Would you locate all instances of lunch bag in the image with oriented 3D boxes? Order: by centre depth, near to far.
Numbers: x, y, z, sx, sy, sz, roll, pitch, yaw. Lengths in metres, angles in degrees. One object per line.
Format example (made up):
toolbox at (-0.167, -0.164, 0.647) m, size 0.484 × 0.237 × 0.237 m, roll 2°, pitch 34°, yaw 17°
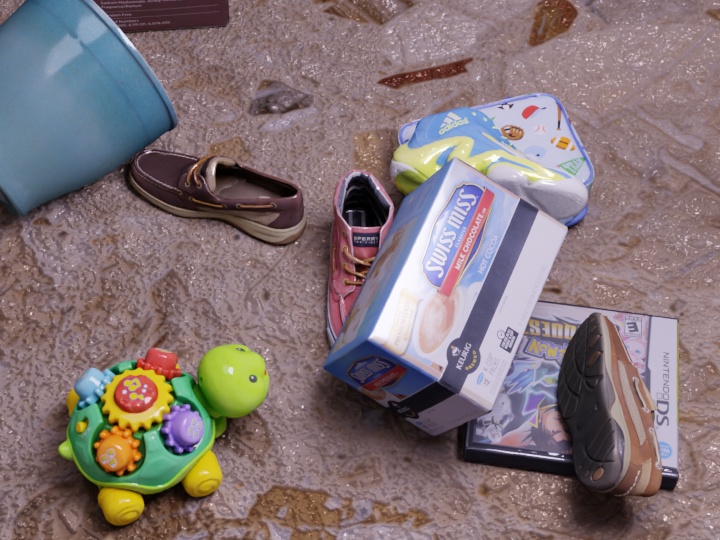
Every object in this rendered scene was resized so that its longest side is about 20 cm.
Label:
lunch bag at (0.141, -0.108, 1.526) m, size 0.198 × 0.076 × 0.161 m, roll -12°, pitch 52°, yaw -11°

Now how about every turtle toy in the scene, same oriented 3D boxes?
turtle toy at (-0.176, 0.127, 1.311) m, size 0.198 × 0.102 × 0.146 m, roll -18°, pitch 55°, yaw -16°

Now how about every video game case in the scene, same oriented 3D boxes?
video game case at (0.204, 0.111, 1.389) m, size 0.198 × 0.026 × 0.182 m, roll 8°, pitch 53°, yaw 3°

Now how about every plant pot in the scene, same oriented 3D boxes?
plant pot at (-0.320, -0.163, 1.482) m, size 0.188 × 0.201 × 0.200 m, roll -43°, pitch 64°, yaw -14°

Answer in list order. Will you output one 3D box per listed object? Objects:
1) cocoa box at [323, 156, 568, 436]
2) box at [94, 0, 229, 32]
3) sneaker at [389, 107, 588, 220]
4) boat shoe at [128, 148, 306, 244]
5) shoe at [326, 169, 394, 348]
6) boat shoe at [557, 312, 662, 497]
cocoa box at (0.076, 0.025, 1.336) m, size 0.131 × 0.133 × 0.201 m, roll 31°, pitch 67°, yaw -10°
box at (-0.236, -0.399, 1.653) m, size 0.162 × 0.201 × 0.167 m, roll -4°, pitch 53°, yaw -6°
sneaker at (0.132, -0.115, 1.434) m, size 0.198 × 0.076 × 0.106 m, roll 11°, pitch 58°, yaw 13°
boat shoe at (-0.148, -0.092, 1.500) m, size 0.198 × 0.072 × 0.072 m, roll 22°, pitch 54°, yaw 15°
shoe at (0.000, 0.000, 1.424) m, size 0.071 × 0.091 × 0.202 m, roll -2°, pitch 52°, yaw -4°
boat shoe at (0.230, 0.128, 1.324) m, size 0.073 × 0.076 × 0.201 m, roll 23°, pitch 40°, yaw -19°
